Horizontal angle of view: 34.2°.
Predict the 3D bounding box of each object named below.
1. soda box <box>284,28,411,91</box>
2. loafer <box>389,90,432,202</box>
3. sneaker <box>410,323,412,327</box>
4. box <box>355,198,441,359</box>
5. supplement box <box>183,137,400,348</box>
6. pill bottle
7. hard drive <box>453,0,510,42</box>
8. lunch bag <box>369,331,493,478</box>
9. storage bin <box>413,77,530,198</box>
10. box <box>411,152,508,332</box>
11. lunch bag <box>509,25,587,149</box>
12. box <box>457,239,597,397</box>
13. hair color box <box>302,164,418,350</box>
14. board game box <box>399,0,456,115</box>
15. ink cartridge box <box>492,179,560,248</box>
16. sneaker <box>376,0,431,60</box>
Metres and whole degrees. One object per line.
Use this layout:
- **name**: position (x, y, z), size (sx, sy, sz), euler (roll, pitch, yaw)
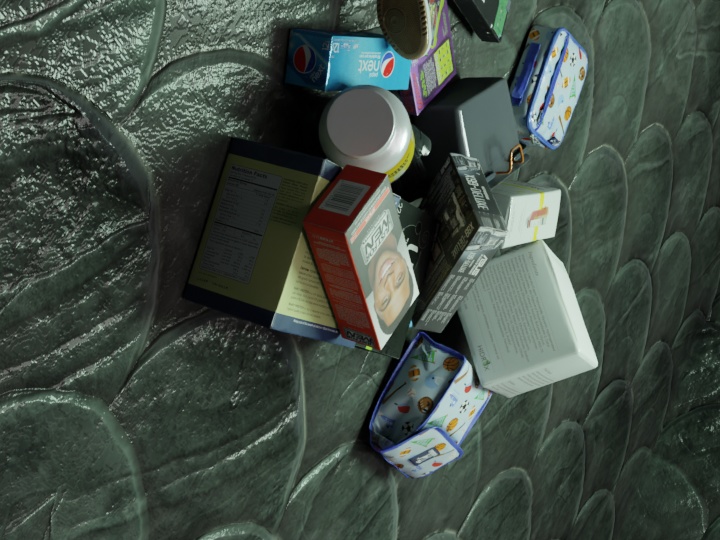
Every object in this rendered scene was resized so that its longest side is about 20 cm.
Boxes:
- **soda box**: position (-0.011, -0.264, 1.474), size (0.200, 0.064, 0.068), euler (-14, 116, -56)
- **loafer**: position (0.062, -0.177, 1.622), size (0.070, 0.068, 0.201), euler (-22, 138, -6)
- **sneaker**: position (0.051, 0.041, 1.728), size (0.200, 0.075, 0.087), euler (-6, 104, -59)
- **box**: position (0.000, 0.000, 1.565), size (0.148, 0.124, 0.201), euler (22, 84, -60)
- **supplement box**: position (-0.078, -0.030, 1.406), size (0.200, 0.134, 0.200), euler (19, 88, -60)
- **pill bottle**: position (0.008, -0.166, 1.443), size (0.200, 0.112, 0.112), euler (18, 88, -84)
- **hard drive**: position (0.179, -0.438, 1.715), size (0.200, 0.038, 0.140), euler (31, 72, -63)
- **lunch bag**: position (0.107, 0.229, 1.867), size (0.200, 0.124, 0.170), euler (-55, 147, -9)
- **storage bin**: position (0.165, -0.203, 1.744), size (0.200, 0.145, 0.135), euler (-37, 124, -46)
- **box**: position (0.119, -0.039, 1.634), size (0.050, 0.158, 0.200), euler (11, 129, -26)
- **lunch bag**: position (0.313, -0.308, 1.994), size (0.160, 0.075, 0.201), euler (27, 80, -58)
- **box**: position (0.269, 0.084, 1.918), size (0.199, 0.171, 0.201), euler (30, 42, -68)
- **hair color box**: position (0.004, -0.013, 1.354), size (0.102, 0.061, 0.200), euler (-55, 146, -31)
- **board game box**: position (0.085, -0.333, 1.639), size (0.120, 0.032, 0.200), euler (-53, 144, -39)
- **ink cartridge box**: position (0.211, -0.097, 1.853), size (0.200, 0.145, 0.084), euler (-11, 112, -58)
- **sneaker**: position (0.062, -0.370, 1.487), size (0.108, 0.070, 0.201), euler (-26, 98, -57)
